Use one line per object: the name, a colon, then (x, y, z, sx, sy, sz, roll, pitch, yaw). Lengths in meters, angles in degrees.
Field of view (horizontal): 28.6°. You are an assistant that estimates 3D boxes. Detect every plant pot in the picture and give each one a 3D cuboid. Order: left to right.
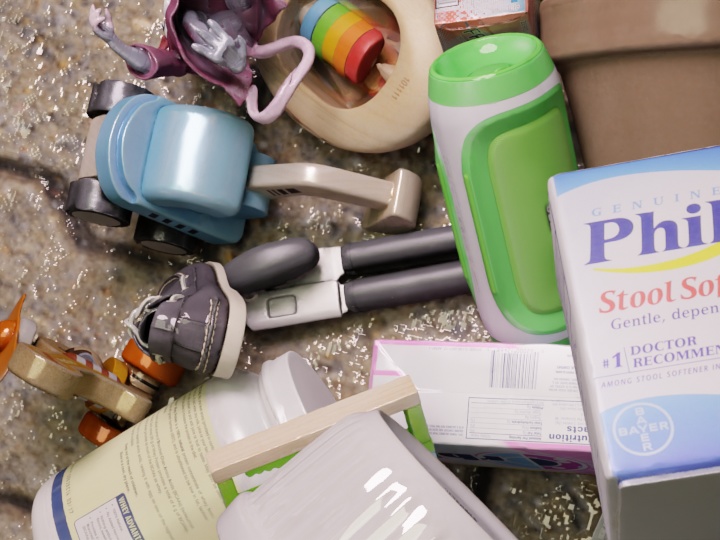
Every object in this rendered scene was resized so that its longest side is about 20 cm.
plant pot: (0.216, -0.090, 0.908, 0.199, 0.200, 0.176, -1, 94, 16)

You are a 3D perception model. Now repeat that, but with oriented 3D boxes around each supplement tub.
supplement tub: (-0.100, 0.156, 0.938, 0.199, 0.145, 0.146, -31, 69, 6)

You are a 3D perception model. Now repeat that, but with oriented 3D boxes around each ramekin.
ramekin: (0.028, 0.166, 0.757, 0.105, 0.200, 0.200, -46, 68, 0)

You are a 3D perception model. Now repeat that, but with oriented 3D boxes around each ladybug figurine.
ladybug figurine: (-0.001, -0.162, 1.023, 0.200, 0.072, 0.136, 46, 110, 30)

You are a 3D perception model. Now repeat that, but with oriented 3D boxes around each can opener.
can opener: (0.000, 0.000, 0.993, 0.199, 0.067, 0.054, -10, 73, 14)

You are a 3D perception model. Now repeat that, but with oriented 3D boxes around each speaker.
speaker: (0.101, -0.045, 0.907, 0.088, 0.089, 0.201, -9, 117, 13)

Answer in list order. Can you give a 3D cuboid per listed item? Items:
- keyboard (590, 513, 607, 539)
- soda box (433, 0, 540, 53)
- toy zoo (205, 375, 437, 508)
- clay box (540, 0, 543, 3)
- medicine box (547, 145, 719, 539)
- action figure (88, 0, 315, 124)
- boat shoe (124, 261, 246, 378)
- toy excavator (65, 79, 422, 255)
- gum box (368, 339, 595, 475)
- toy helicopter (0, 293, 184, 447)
keyboard: (0.159, 0.225, 0.916, 0.056, 0.011, 0.201, 22, 83, 21)
soda box: (0.086, -0.229, 0.961, 0.063, 0.068, 0.201, -5, 62, 14)
toy zoo: (-0.005, 0.168, 0.872, 0.130, 0.201, 0.020, -20, 33, -7)
clay box: (0.149, -0.247, 1.027, 0.199, 0.048, 0.116, -6, 73, 15)
medicine box: (0.205, 0.038, 0.756, 0.181, 0.103, 0.201, -10, 52, 6)
action figure: (-0.104, -0.183, 1.024, 0.149, 0.200, 0.134, 39, 77, -9)
boat shoe: (-0.126, 0.028, 0.959, 0.062, 0.200, 0.073, 11, 93, -17)
toy excavator: (-0.083, -0.065, 1.009, 0.199, 0.194, 0.101, -1, 73, 45)
gum box: (0.115, 0.090, 0.902, 0.199, 0.113, 0.067, 1, 75, 21)
toy helicopter: (-0.204, 0.064, 0.964, 0.132, 0.200, 0.079, 31, 86, 4)
